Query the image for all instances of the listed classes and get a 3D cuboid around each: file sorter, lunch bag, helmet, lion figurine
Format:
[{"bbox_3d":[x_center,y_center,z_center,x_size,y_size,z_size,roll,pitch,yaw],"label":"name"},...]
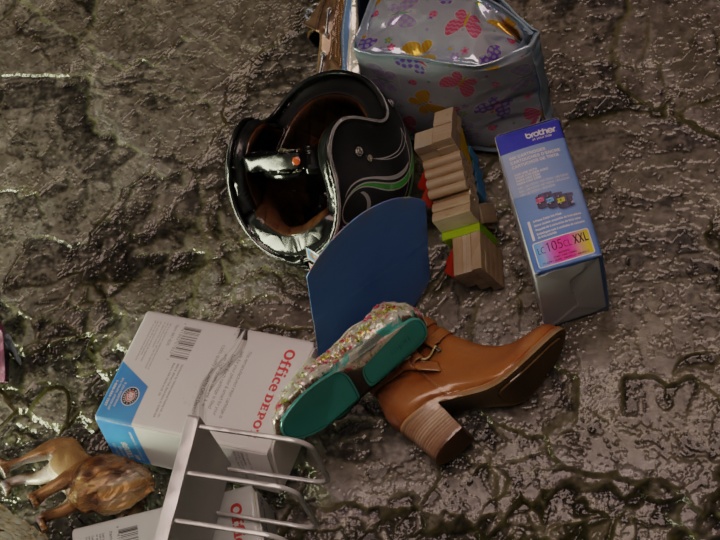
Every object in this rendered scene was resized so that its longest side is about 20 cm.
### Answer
[{"bbox_3d":[-0.115,0.261,1.469,0.124,0.139,0.201,8,66,13],"label":"file sorter"},{"bbox_3d":[0.112,-0.223,1.720,0.199,0.170,0.128,13,65,21],"label":"lunch bag"},{"bbox_3d":[-0.034,-0.109,1.688,0.199,0.201,0.191,24,30,23],"label":"helmet"},{"bbox_3d":[-0.308,0.213,1.656,0.122,0.073,0.200,-28,36,-24],"label":"lion figurine"}]

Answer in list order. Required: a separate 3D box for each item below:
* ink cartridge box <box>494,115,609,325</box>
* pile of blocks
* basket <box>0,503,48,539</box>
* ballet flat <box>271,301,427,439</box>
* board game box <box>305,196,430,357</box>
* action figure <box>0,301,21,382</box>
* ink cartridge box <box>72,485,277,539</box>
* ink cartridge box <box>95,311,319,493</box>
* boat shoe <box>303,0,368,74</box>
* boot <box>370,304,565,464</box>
[{"bbox_3d":[0.197,-0.063,1.639,0.076,0.137,0.201,-17,62,4],"label":"ink cartridge box"},{"bbox_3d":[0.101,-0.072,1.695,0.062,0.082,0.201,-15,84,25],"label":"pile of blocks"},{"bbox_3d":[-0.414,0.346,1.563,0.199,0.198,0.161,-28,57,3],"label":"basket"},{"bbox_3d":[-0.018,0.100,1.588,0.200,0.076,0.064,-35,38,-20],"label":"ballet flat"},{"bbox_3d":[0.000,0.000,1.626,0.158,0.200,0.039,-35,54,-23],"label":"board game box"},{"bbox_3d":[-0.485,0.097,1.735,0.199,0.149,0.134,-17,67,-10],"label":"action figure"},{"bbox_3d":[-0.179,0.317,1.581,0.199,0.083,0.147,-14,62,7],"label":"ink cartridge box"},{"bbox_3d":[-0.154,0.137,1.645,0.199,0.084,0.145,10,54,18],"label":"ink cartridge box"},{"bbox_3d":[-0.030,-0.289,1.841,0.072,0.072,0.201,-7,64,12],"label":"boat shoe"},{"bbox_3d":[0.101,0.089,1.636,0.200,0.077,0.155,-43,59,0],"label":"boot"}]
